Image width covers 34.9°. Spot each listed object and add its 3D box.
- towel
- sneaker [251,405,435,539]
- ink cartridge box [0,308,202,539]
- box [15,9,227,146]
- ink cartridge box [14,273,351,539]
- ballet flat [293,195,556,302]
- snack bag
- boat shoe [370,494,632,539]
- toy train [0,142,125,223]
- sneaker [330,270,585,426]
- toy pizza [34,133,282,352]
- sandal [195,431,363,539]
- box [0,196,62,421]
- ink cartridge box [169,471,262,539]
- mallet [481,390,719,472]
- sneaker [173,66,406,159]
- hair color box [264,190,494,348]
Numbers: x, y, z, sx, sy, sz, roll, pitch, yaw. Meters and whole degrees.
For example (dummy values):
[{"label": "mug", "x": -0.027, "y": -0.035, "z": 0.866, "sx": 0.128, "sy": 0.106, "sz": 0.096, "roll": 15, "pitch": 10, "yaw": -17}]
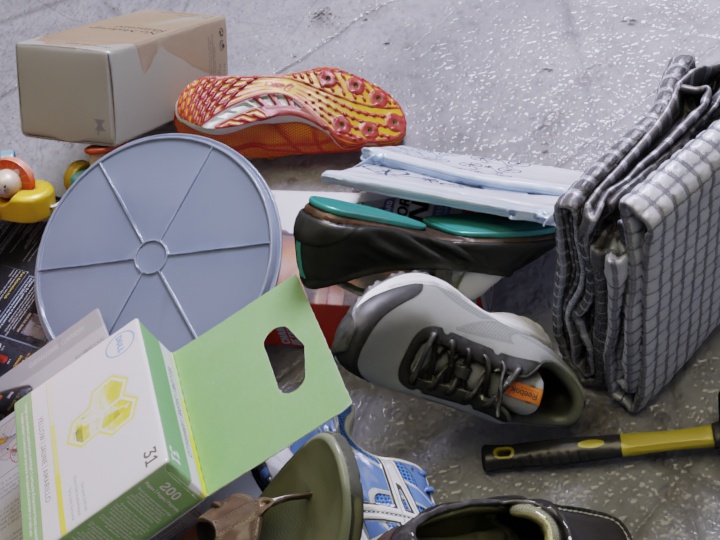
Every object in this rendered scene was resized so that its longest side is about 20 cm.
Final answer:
[{"label": "towel", "x": 0.200, "y": -0.025, "z": 0.757, "sx": 0.165, "sy": 0.200, "sz": 0.085, "roll": -41, "pitch": 53, "yaw": -21}, {"label": "sneaker", "x": 0.025, "y": 0.162, "z": 0.698, "sx": 0.200, "sy": 0.076, "sz": 0.077, "roll": 43, "pitch": 71, "yaw": 10}, {"label": "ink cartridge box", "x": -0.223, "y": 0.149, "z": 0.785, "sx": 0.200, "sy": 0.045, "sz": 0.176, "roll": -35, "pitch": 49, "yaw": 3}, {"label": "box", "x": -0.198, "y": -0.170, "z": 0.987, "sx": 0.094, "sy": 0.078, "sz": 0.200, "roll": 8, "pitch": 22, "yaw": 17}, {"label": "ink cartridge box", "x": -0.115, "y": 0.082, "z": 0.695, "sx": 0.200, "sy": 0.048, "sz": 0.146, "roll": -36, "pitch": 36, "yaw": 6}, {"label": "ballet flat", "x": 0.043, "y": -0.009, "z": 0.778, "sx": 0.199, "sy": 0.069, "sz": 0.068, "roll": 4, "pitch": 15, "yaw": -26}, {"label": "snack bag", "x": 0.083, "y": -0.068, "z": 0.857, "sx": 0.188, "sy": 0.022, "sz": 0.200, "roll": 12, "pitch": 14, "yaw": 21}, {"label": "boat shoe", "x": 0.091, "y": 0.164, "z": 0.655, "sx": 0.200, "sy": 0.066, "sz": 0.072, "roll": 5, "pitch": 54, "yaw": -33}, {"label": "toy train", "x": -0.261, "y": -0.091, "z": 0.954, "sx": 0.199, "sy": 0.056, "sz": 0.150, "roll": -4, "pitch": 29, "yaw": -8}, {"label": "sneaker", "x": 0.069, "y": 0.056, "z": 0.732, "sx": 0.079, "sy": 0.199, "sz": 0.074, "roll": 43, "pitch": 111, "yaw": 50}, {"label": "toy pizza", "x": -0.149, "y": -0.006, "z": 0.850, "sx": 0.199, "sy": 0.032, "sz": 0.201, "roll": -5, "pitch": 71, "yaw": 15}, {"label": "sandal", "x": -0.072, "y": 0.168, "z": 0.649, "sx": 0.201, "sy": 0.057, "sz": 0.080, "roll": -43, "pitch": 49, "yaw": 21}, {"label": "box", "x": -0.253, "y": 0.034, "z": 0.913, "sx": 0.157, "sy": 0.050, "sz": 0.201, "roll": 13, "pitch": 56, "yaw": 22}, {"label": "ink cartridge box", "x": -0.121, "y": 0.164, "z": 0.777, "sx": 0.199, "sy": 0.050, "sz": 0.163, "roll": 16, "pitch": 57, "yaw": 20}, {"label": "mallet", "x": 0.180, "y": 0.123, "z": 0.753, "sx": 0.199, "sy": 0.041, "sz": 0.066, "roll": -14, "pitch": 52, "yaw": 8}, {"label": "sneaker", "x": -0.059, "y": -0.131, "z": 0.991, "sx": 0.199, "sy": 0.077, "sz": 0.073, "roll": 4, "pitch": 69, "yaw": -4}, {"label": "hair color box", "x": 0.000, "y": 0.000, "z": 0.873, "sx": 0.199, "sy": 0.064, "sz": 0.111, "roll": 2, "pitch": 53, "yaw": 16}]
